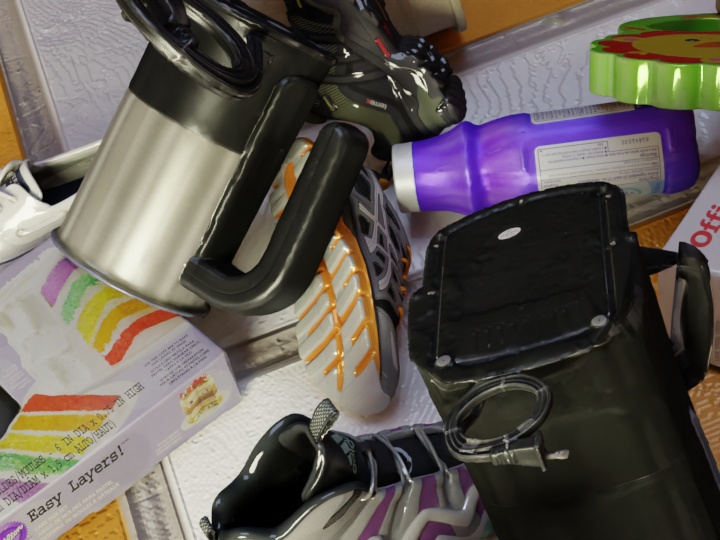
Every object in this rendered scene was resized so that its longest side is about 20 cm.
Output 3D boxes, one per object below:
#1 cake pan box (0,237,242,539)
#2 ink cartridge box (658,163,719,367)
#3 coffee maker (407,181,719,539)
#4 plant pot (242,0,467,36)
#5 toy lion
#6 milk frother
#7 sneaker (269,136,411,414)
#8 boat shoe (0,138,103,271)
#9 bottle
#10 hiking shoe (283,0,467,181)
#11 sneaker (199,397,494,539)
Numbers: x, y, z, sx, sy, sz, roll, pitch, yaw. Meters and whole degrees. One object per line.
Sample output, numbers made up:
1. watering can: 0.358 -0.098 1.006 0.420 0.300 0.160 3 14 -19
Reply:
1. cake pan box: -0.207 0.078 0.939 0.199 0.053 0.184 -36 47 -21
2. ink cartridge box: 0.292 0.002 0.867 0.199 0.084 0.146 20 54 30
3. coffee maker: 0.102 0.091 0.730 0.134 0.201 0.192 -2 38 36
4. plant pot: -0.045 -0.229 1.114 0.183 0.201 0.201 -28 46 3
5. toy lion: 0.228 -0.137 0.952 0.190 0.069 0.200 -7 18 -16
6. milk frother: -0.117 -0.077 0.895 0.180 0.199 0.189 36 103 45
7. sneaker: 0.000 0.000 0.950 0.077 0.078 0.201 11 52 -32
8. boat shoe: -0.235 -0.050 1.056 0.199 0.066 0.074 -24 46 -10
9. bottle: 0.121 -0.073 0.982 0.198 0.084 0.066 -7 90 6
10. hiking shoe: -0.024 -0.151 1.013 0.101 0.200 0.076 -42 7 23
11. sneaker: 0.005 0.107 0.795 0.199 0.140 0.078 -33 48 -17
